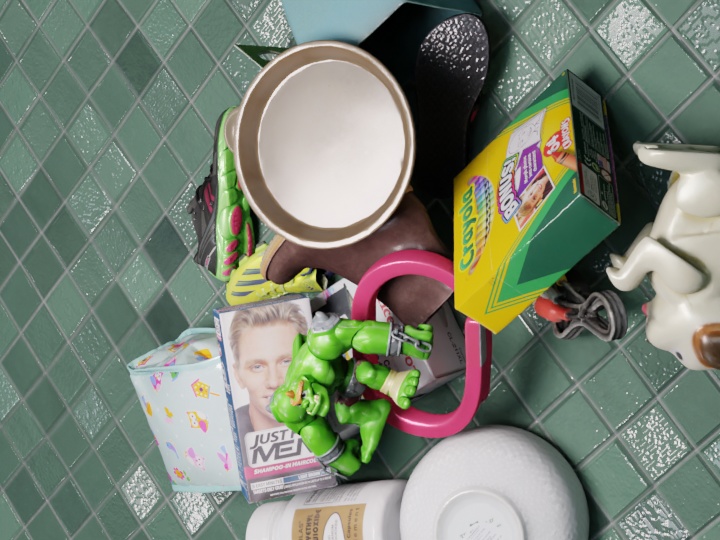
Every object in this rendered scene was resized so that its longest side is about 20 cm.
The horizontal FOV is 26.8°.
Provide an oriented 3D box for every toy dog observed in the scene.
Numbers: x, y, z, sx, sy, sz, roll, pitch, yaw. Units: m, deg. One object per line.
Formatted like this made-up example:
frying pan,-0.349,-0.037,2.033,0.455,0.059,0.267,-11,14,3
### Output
toy dog,0.317,-0.010,1.375,0.191,0.140,0.203,4,99,-2

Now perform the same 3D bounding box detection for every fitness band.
fitness band,0.060,0.074,1.500,0.142,0.037,0.202,12,121,22

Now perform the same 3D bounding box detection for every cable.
cable,0.202,0.039,1.445,0.050,0.200,0.099,-4,109,-8

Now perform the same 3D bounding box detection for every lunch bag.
lunch bag,-0.150,0.156,1.699,0.199,0.121,0.172,-7,108,49

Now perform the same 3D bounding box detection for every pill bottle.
pill bottle,-0.026,0.294,1.661,0.198,0.114,0.116,-11,90,37

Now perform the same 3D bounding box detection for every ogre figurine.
ogre figurine,-0.018,0.115,1.489,0.119,0.099,0.200,23,144,-8

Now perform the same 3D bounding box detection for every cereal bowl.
cereal bowl,0.129,0.260,1.531,0.197,0.083,0.203,1,92,18

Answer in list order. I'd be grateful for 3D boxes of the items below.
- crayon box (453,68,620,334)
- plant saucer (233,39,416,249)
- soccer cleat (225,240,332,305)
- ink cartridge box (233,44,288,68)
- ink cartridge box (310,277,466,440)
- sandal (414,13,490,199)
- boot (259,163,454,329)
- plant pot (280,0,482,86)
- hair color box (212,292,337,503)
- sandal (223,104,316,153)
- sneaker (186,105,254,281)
crayon box,0.162,-0.067,1.436,0.058,0.201,0.172,32,125,-22
plant saucer,-0.033,-0.123,1.479,0.197,0.029,0.203,1,93,24
soccer cleat,-0.079,0.000,1.692,0.200,0.064,0.084,-38,77,33
ink cartridge box,-0.053,-0.165,1.626,0.200,0.103,0.060,41,117,24
ink cartridge box,0.003,0.085,1.632,0.199,0.082,0.147,-33,77,35
sandal,0.091,-0.172,1.552,0.074,0.045,0.202,13,120,11
boot,0.000,0.000,1.530,0.200,0.072,0.167,-42,82,32
plant pot,-0.003,-0.308,1.554,0.141,0.140,0.202,-38,70,33
hair color box,-0.090,0.133,1.584,0.060,0.099,0.203,-165,66,-78
sandal,-0.071,-0.143,1.544,0.198,0.054,0.082,2,97,36
sneaker,-0.163,-0.090,1.735,0.083,0.076,0.203,14,102,33
